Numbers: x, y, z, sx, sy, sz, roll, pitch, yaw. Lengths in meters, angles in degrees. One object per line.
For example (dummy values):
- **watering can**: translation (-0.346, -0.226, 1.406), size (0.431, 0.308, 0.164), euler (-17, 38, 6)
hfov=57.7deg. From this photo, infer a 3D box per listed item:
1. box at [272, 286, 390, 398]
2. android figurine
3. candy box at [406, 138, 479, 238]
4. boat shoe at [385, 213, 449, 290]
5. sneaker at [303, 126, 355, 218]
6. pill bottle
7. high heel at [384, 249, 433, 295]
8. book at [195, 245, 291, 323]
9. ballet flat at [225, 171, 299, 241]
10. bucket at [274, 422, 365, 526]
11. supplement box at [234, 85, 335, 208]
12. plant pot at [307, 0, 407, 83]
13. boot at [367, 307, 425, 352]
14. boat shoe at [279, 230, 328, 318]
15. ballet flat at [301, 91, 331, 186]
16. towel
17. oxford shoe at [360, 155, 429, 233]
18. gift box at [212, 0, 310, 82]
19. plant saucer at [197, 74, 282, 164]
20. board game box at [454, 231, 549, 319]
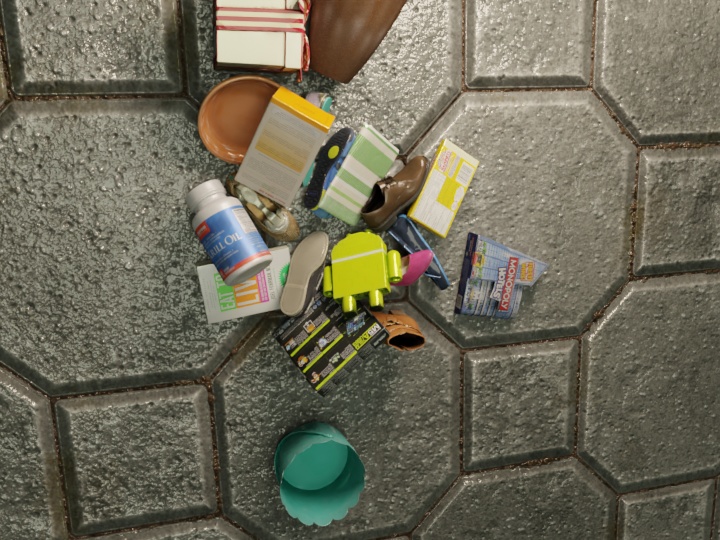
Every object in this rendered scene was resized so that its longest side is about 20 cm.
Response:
- **box**: translation (-0.066, 0.139, 1.417), size (0.200, 0.193, 0.048), euler (-43, 146, -3)
- **android figurine**: translation (0.000, 0.000, 1.416), size (0.181, 0.201, 0.041), euler (-15, 149, 16)
- **candy box**: translation (0.187, -0.184, 1.474), size (0.102, 0.026, 0.201), euler (29, 79, -18)
- **boat shoe**: translation (0.129, -0.034, 1.496), size (0.068, 0.084, 0.201), euler (-35, 91, 3)
- **sneaker**: translation (-0.053, -0.209, 1.417), size (0.078, 0.066, 0.201), euler (23, 89, -44)
- **pill bottle**: translation (-0.274, -0.079, 1.332), size (0.112, 0.112, 0.201), euler (-32, 84, -6)
- **high heel**: translation (0.066, -0.009, 1.436), size (0.096, 0.200, 0.068), euler (34, 51, -25)
- **book**: translation (-0.246, 0.030, 1.422), size (0.199, 0.048, 0.135), euler (-13, 105, -15)
- **ballet flat**: translation (-0.206, -0.128, 1.385), size (0.200, 0.065, 0.071), euler (40, 91, -18)
- **bucket**: translation (-0.098, 0.457, 1.497), size (0.206, 0.135, 0.209), euler (-3, 101, -15)
- **supplement box**: translation (-0.151, -0.243, 1.301), size (0.125, 0.074, 0.200), euler (28, 122, -9)
- **plant pot**: translation (-0.028, -0.489, 1.313), size (0.186, 0.187, 0.201), euler (18, 111, -17)
- **boot**: translation (0.038, 0.141, 1.455), size (0.198, 0.155, 0.077), euler (2, 106, -15)
- **boat shoe**: translation (-0.117, 0.011, 1.427), size (0.072, 0.063, 0.201), euler (14, 74, 22)
- **ballet flat**: translation (-0.118, -0.281, 1.381), size (0.072, 0.072, 0.202), euler (13, 105, -17)
- **towel**: translation (-0.003, -0.202, 1.403), size (0.201, 0.023, 0.152), euler (-60, 148, 3)
- **oxford shoe**: translation (0.077, -0.179, 1.432), size (0.200, 0.073, 0.084), euler (-51, 135, -3)
- **gift box**: translation (-0.187, -0.461, 1.256), size (0.185, 0.200, 0.186), euler (-2, 107, -16)
- **plant saucer**: translation (-0.229, -0.306, 1.317), size (0.199, 0.038, 0.201), euler (-12, 136, -12)
- **board game box**: translation (0.341, 0.021, 1.561), size (0.198, 0.062, 0.202), euler (6, 100, -15)
